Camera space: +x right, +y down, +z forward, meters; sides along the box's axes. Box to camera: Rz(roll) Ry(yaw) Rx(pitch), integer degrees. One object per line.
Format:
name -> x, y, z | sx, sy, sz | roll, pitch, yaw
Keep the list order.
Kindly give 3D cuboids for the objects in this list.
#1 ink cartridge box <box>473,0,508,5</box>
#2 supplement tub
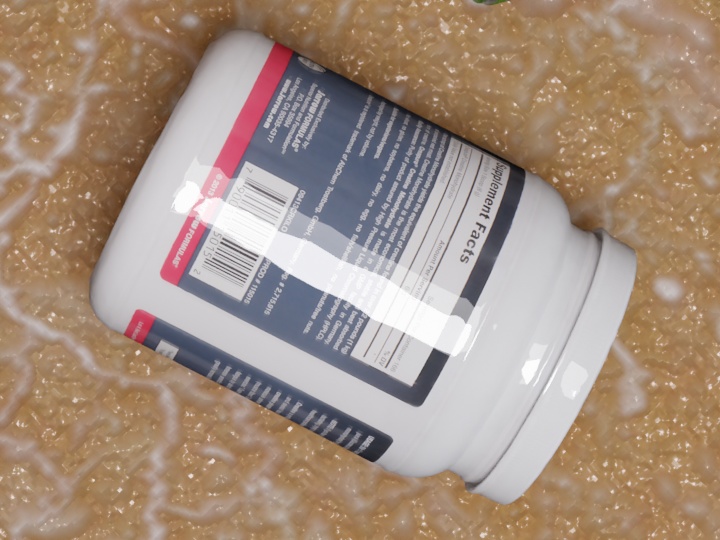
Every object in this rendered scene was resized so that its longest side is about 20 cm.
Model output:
ink cartridge box -> 0.133, -0.209, 1.070 | 0.200, 0.076, 0.148 | -13, 93, -4
supplement tub -> 0.000, 0.000, 1.039 | 0.200, 0.140, 0.140 | 27, 91, -4
